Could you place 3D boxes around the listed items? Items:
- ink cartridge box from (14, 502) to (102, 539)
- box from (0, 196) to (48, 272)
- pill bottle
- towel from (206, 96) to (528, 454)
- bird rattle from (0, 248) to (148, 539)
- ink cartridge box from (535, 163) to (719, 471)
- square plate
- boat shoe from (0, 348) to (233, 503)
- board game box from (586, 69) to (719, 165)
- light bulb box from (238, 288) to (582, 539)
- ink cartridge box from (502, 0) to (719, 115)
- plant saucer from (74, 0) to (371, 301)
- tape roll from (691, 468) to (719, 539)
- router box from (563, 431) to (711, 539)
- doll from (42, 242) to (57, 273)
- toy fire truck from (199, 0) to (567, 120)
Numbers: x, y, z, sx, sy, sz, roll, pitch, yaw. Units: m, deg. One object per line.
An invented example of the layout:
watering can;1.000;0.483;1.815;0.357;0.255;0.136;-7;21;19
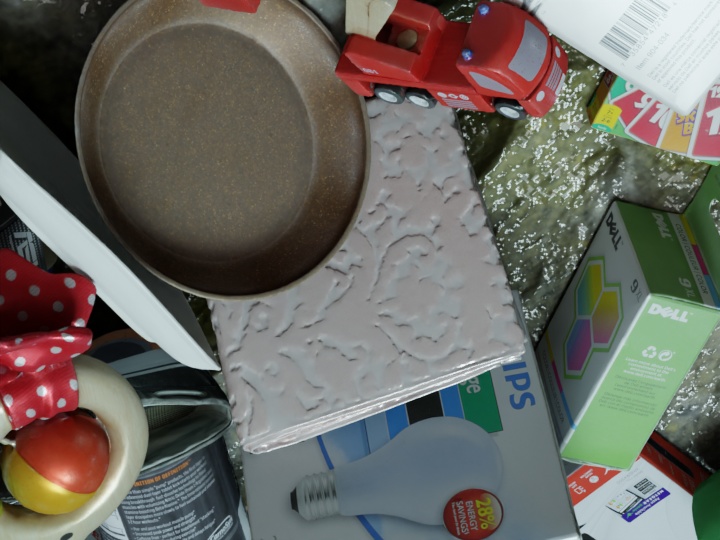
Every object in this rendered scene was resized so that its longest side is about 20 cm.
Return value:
ink cartridge box;-0.232;0.247;1.418;0.082;0.201;0.146;-30;124;14
box;-0.254;0.070;1.236;0.044;0.160;0.201;25;138;29
pill bottle;-0.143;0.137;1.401;0.105;0.107;0.201;-11;127;3
towel;-0.008;-0.005;1.262;0.189;0.202;0.032;-18;157;7
bird rattle;-0.197;0.095;1.167;0.162;0.112;0.201;24;94;-45
ink cartridge box;0.186;0.025;1.345;0.059;0.104;0.201;13;125;-18
square plate;-0.175;-0.038;1.211;0.028;0.198;0.200;-41;122;3
boat shoe;-0.168;0.102;1.251;0.199;0.071;0.073;-24;127;-30
board game box;0.226;-0.162;1.259;0.095;0.030;0.201;15;122;-15
light bulb box;0.032;0.142;1.283;0.198;0.199;0.125;-13;140;2
ink cartridge box;0.151;-0.208;1.163;0.199;0.084;0.146;31;121;-15
plant saucer;-0.087;-0.080;1.222;0.199;0.202;0.037;29;159;-24
tape roll;0.320;0.225;1.448;0.048;0.201;0.200;-38;121;24
router box;0.176;0.210;1.518;0.179;0.049;0.200;36;117;-27
doll;-0.267;0.049;1.360;0.135;0.049;0.201;5;133;-21
toy fire truck;0.010;-0.149;1.184;0.199;0.049;0.141;11;163;36
